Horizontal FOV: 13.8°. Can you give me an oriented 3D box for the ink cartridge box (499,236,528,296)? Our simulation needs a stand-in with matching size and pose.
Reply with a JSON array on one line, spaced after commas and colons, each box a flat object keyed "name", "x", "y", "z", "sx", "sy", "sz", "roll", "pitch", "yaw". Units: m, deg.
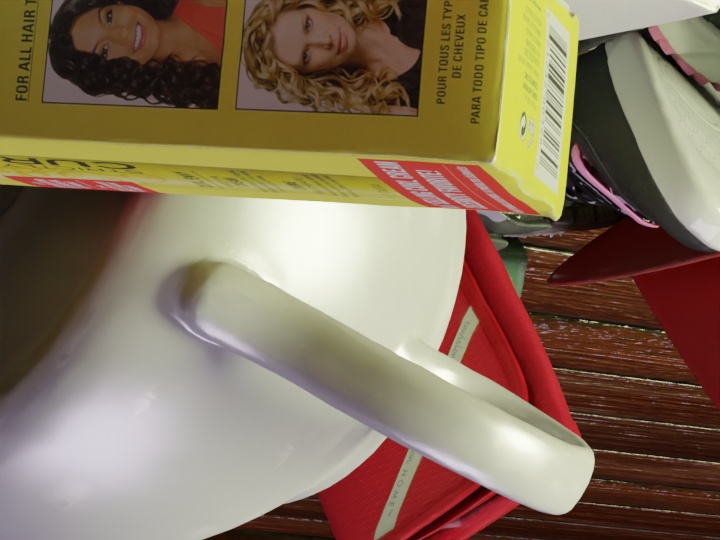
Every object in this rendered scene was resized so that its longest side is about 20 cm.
[{"name": "ink cartridge box", "x": -0.050, "y": -0.005, "z": 1.188, "sx": 0.200, "sy": 0.088, "sz": 0.145, "roll": 4, "pitch": -157, "yaw": -14}]

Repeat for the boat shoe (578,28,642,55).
[{"name": "boat shoe", "x": 0.037, "y": -0.079, "z": 0.807, "sx": 0.200, "sy": 0.066, "sz": 0.070, "roll": -13, "pitch": 117, "yaw": 45}]

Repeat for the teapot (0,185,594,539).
[{"name": "teapot", "x": -0.039, "y": -0.005, "z": 0.786, "sx": 0.146, "sy": 0.200, "sz": 0.197, "roll": 25, "pitch": 140, "yaw": -34}]

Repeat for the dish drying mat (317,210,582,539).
[{"name": "dish drying mat", "x": 0.000, "y": 0.000, "z": 0.870, "sx": 0.077, "sy": 0.200, "sz": 0.018, "roll": -35, "pitch": 136, "yaw": 11}]

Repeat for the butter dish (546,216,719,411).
[{"name": "butter dish", "x": 0.209, "y": 0.009, "z": 1.097, "sx": 0.200, "sy": 0.148, "sz": 0.199, "roll": -25, "pitch": -173, "yaw": -35}]

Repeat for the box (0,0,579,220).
[{"name": "box", "x": -0.057, "y": -0.045, "z": 0.652, "sx": 0.200, "sy": 0.050, "sz": 0.075, "roll": 3, "pitch": 173, "yaw": 14}]

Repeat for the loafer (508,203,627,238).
[{"name": "loafer", "x": 0.015, "y": -0.054, "z": 1.121, "sx": 0.200, "sy": 0.076, "sz": 0.068, "roll": 9, "pitch": 173, "yaw": -21}]

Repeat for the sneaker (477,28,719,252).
[{"name": "sneaker", "x": 0.062, "y": -0.032, "z": 0.906, "sx": 0.071, "sy": 0.099, "sz": 0.200, "roll": 44, "pitch": -168, "yaw": -24}]

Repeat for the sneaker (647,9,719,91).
[{"name": "sneaker", "x": 0.143, "y": -0.098, "z": 0.899, "sx": 0.086, "sy": 0.080, "sz": 0.200, "roll": -33, "pitch": 150, "yaw": 25}]

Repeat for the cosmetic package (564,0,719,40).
[{"name": "cosmetic package", "x": -0.013, "y": -0.120, "z": 0.663, "sx": 0.200, "sy": 0.108, "sz": 0.085, "roll": 12, "pitch": 166, "yaw": -40}]
